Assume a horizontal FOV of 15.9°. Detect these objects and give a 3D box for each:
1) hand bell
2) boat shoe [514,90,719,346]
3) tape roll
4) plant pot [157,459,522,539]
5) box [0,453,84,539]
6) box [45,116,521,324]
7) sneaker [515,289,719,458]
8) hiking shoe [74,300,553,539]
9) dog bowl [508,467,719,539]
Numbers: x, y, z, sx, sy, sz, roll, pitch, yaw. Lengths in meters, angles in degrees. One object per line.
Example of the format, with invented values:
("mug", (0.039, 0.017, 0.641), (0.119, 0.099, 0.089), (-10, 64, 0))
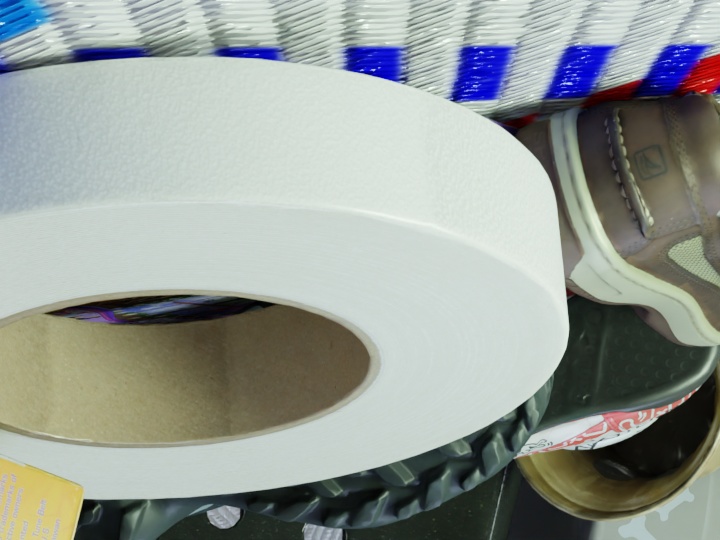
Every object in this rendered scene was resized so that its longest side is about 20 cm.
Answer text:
("hand bell", (0.155, 0.066, 1.097), (0.104, 0.105, 0.200), (-14, 161, 32))
("boat shoe", (0.117, -0.019, 0.821), (0.075, 0.075, 0.202), (-20, 172, 20))
("tape roll", (-0.050, 0.009, 0.629), (0.202, 0.037, 0.203), (-4, 158, -2))
("plant pot", (-0.025, 0.122, 1.111), (0.199, 0.201, 0.177), (15, 166, -5))
("box", (-0.181, 0.043, 0.617), (0.199, 0.042, 0.119), (23, 157, -32))
("box", (-0.025, -0.013, 0.753), (0.136, 0.039, 0.200), (-11, 175, 17))
("sneaker", (0.032, 0.049, 0.958), (0.200, 0.068, 0.108), (-14, 171, -2))
("hiking shoe", (-0.030, 0.036, 0.787), (0.199, 0.075, 0.087), (-13, -161, 26))
("dog bowl", (0.111, 0.100, 1.229), (0.058, 0.201, 0.200), (7, 170, -15))
